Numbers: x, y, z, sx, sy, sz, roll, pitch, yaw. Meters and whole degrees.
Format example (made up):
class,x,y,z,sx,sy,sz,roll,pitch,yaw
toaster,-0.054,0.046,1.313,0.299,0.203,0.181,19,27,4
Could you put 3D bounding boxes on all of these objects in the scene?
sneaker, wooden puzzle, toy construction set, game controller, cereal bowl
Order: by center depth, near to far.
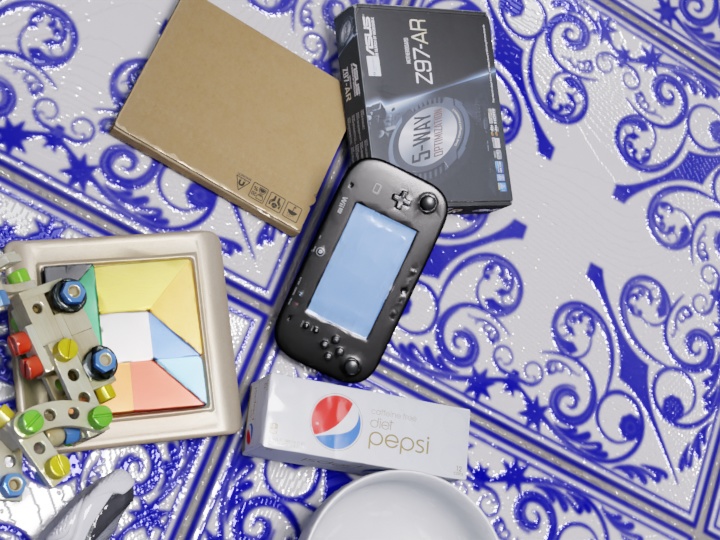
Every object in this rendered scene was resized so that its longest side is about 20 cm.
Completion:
class,x,y,z,sx,sy,sz,roll,pitch,yaw
toy construction set,-0.264,0.072,1.077,0.131,0.092,0.201,-23,100,-39
sneaker,-0.226,0.266,1.090,0.114,0.075,0.200,41,71,-9
wooden puzzle,-0.203,0.058,1.171,0.199,0.037,0.187,-3,78,-24
cereal bowl,0.026,0.278,1.187,0.199,0.083,0.202,6,75,-22
game controller,0.000,0.000,1.236,0.104,0.042,0.201,24,92,-17

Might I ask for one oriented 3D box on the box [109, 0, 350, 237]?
class,x,y,z,sx,sy,sz,roll,pitch,yaw
box,-0.113,-0.149,1.271,0.199,0.021,0.164,29,67,-14

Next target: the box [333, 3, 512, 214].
class,x,y,z,sx,sy,sz,roll,pitch,yaw
box,0.062,-0.156,1.322,0.159,0.043,0.202,-2,81,-30

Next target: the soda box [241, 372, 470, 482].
class,x,y,z,sx,sy,sz,roll,pitch,yaw
soda box,-0.003,0.146,1.220,0.199,0.064,0.069,13,71,-21
